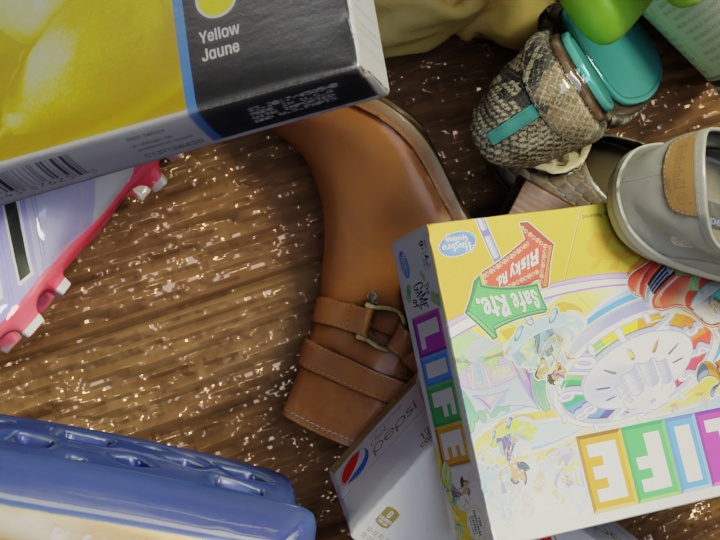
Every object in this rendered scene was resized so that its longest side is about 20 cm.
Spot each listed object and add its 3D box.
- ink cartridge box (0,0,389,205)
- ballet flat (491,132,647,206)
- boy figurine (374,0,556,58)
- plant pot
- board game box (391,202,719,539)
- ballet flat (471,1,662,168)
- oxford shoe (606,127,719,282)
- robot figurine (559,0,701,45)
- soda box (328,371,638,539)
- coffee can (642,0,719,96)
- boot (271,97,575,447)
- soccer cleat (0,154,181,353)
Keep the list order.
[{"bbox_3d":[-0.100,-0.142,0.676,0.196,0.047,0.201,-15,72,14],"label":"ink cartridge box"},{"bbox_3d":[0.163,-0.036,0.794,0.199,0.046,0.068,20,54,0],"label":"ballet flat"},{"bbox_3d":[0.016,-0.139,0.756,0.199,0.124,0.065,-6,72,-29],"label":"boy figurine"},{"bbox_3d":[-0.127,0.167,0.667,0.199,0.180,0.201,13,83,-12],"label":"plant pot"},{"bbox_3d":[0.119,0.038,0.703,0.199,0.034,0.135,-8,81,-28],"label":"board game box"},{"bbox_3d":[0.089,-0.084,0.745,0.075,0.200,0.068,-32,92,22],"label":"ballet flat"},{"bbox_3d":[0.203,-0.019,0.708,0.199,0.058,0.076,12,70,-25],"label":"oxford shoe"},{"bbox_3d":[0.079,-0.196,0.649,0.200,0.175,0.116,54,48,-14],"label":"robot figurine"},{"bbox_3d":[0.082,0.136,0.743,0.200,0.064,0.068,38,99,-22],"label":"soda box"},{"bbox_3d":[0.159,-0.204,0.774,0.200,0.146,0.146,44,78,-6],"label":"coffee can"},{"bbox_3d":[0.000,0.000,0.771,0.199,0.077,0.156,29,96,-1],"label":"boot"},{"bbox_3d":[-0.153,-0.025,0.724,0.076,0.067,0.200,44,66,-10],"label":"soccer cleat"}]
